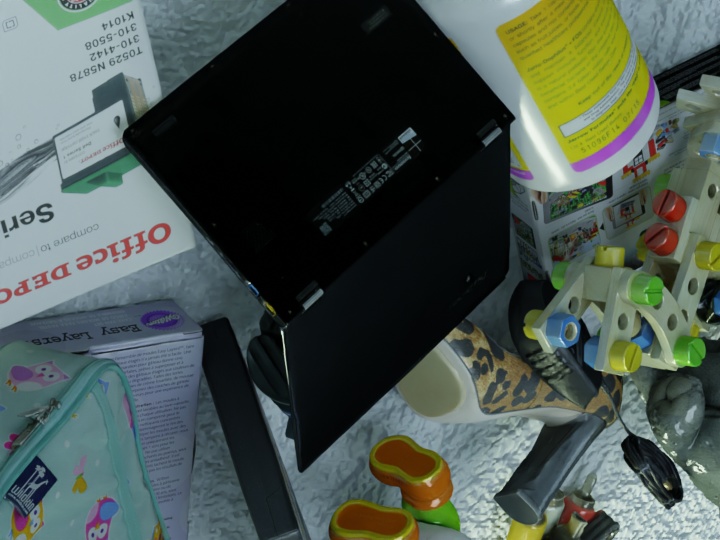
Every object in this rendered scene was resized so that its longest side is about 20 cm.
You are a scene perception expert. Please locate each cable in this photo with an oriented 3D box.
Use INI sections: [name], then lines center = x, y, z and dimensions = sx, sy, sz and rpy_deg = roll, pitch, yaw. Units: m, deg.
[cable]
center = 0.112, 0.221, 1.485
dimensions = 0.097, 0.050, 0.200
rpy_deg = -5, 133, -49

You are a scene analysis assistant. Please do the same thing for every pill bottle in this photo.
[pill bottle]
center = 0.088, -0.144, 1.204
dimensions = 0.104, 0.104, 0.200
rpy_deg = -40, 130, -6

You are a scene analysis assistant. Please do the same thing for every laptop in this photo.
[laptop]
center = -0.015, -0.033, 1.160
dimensions = 0.200, 0.116, 0.187
rpy_deg = 49, 61, -3

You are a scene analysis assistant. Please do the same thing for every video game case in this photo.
[video game case]
center = -0.043, 0.152, 1.232
dimensions = 0.025, 0.200, 0.181
rpy_deg = -20, 126, -4

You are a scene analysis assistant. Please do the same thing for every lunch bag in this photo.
[lunch bag]
center = -0.168, 0.143, 1.130
dimensions = 0.160, 0.077, 0.200
rpy_deg = -51, 145, -44

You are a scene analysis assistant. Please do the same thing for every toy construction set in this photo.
[toy construction set]
center = 0.186, -0.023, 1.288
dimensions = 0.131, 0.092, 0.200
rpy_deg = 29, 90, -41

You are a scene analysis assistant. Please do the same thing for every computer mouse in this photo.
[computer mouse]
center = 0.146, 0.083, 1.346
dimensions = 0.034, 0.059, 0.200
rpy_deg = -26, 117, 21

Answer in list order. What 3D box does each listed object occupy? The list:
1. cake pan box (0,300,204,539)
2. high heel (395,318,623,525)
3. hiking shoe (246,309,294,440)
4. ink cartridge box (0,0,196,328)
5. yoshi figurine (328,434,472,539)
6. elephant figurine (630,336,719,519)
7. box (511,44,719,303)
[cake pan box]
center = -0.185, 0.117, 1.222
dimensions = 0.200, 0.052, 0.184
rpy_deg = -10, 123, -27
[high heel]
center = 0.091, 0.044, 1.363
dimensions = 0.200, 0.071, 0.143
rpy_deg = 55, 53, -23
[hiking shoe]
center = 0.000, 0.000, 1.258
dimensions = 0.200, 0.074, 0.087
rpy_deg = -53, 164, -16
[ink cartridge box]
center = -0.178, -0.081, 1.089
dimensions = 0.146, 0.084, 0.200
rpy_deg = -24, 126, -18
[yoshi figurine]
center = 0.030, 0.201, 1.371
dimensions = 0.112, 0.112, 0.200
rpy_deg = -21, 129, 0
[elephant figurine]
center = 0.286, 0.058, 1.384
dimensions = 0.200, 0.142, 0.155
rpy_deg = -29, 133, 17
[box]
center = 0.187, -0.065, 1.356
dimensions = 0.200, 0.035, 0.110
rpy_deg = -26, 127, -17
